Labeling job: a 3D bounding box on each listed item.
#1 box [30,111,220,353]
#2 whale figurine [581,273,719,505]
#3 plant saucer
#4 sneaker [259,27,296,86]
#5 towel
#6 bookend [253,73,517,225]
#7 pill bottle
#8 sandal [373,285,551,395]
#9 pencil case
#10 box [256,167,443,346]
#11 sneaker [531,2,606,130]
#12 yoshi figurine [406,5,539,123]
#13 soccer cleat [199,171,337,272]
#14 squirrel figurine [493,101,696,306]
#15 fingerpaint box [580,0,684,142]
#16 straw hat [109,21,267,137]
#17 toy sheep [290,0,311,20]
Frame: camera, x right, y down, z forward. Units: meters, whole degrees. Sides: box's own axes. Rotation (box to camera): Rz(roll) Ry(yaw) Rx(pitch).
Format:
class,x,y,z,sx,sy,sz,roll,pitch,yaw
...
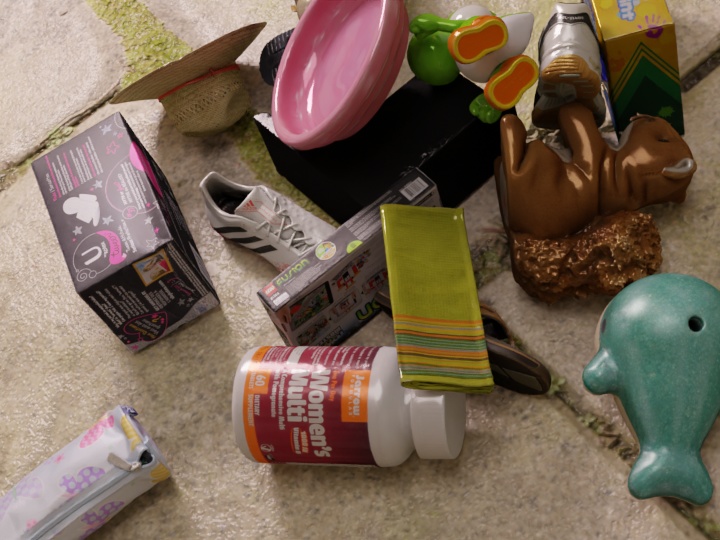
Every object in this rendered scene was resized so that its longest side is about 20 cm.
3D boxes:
class,x,y,z,sx,sy,sz,roll,pitch,yaw
box,-0.247,-0.038,1.433,0.114,0.132,0.201,-28,53,1
whale figurine,0.272,0.097,1.187,0.158,0.104,0.202,8,67,-6
plant saucer,-0.015,-0.209,1.362,0.200,0.051,0.202,-38,41,42
sneaker,-0.016,-0.244,1.498,0.199,0.082,0.071,-7,85,40
towel,0.068,0.021,1.241,0.085,0.018,0.201,5,53,-15
bookend,0.029,-0.144,1.445,0.198,0.092,0.200,-41,53,-14
pill bottle,-0.009,0.124,1.260,0.198,0.110,0.110,-1,56,17
sandal,0.099,0.054,1.298,0.199,0.082,0.055,27,73,38
pencil case,-0.275,0.217,1.295,0.199,0.083,0.091,-37,32,-8
box,0.000,0.000,1.343,0.200,0.110,0.035,-38,54,-11
sneaker,0.209,-0.198,1.358,0.075,0.200,0.089,3,77,4
yoshi figurine,0.098,-0.206,1.336,0.111,0.113,0.200,8,16,-9
soccer cleat,-0.086,-0.044,1.415,0.199,0.085,0.069,26,67,30
squirrel figurine,0.232,-0.062,1.320,0.185,0.142,0.202,-6,68,1
fingerpaint box,0.268,-0.256,1.400,0.073,0.167,0.201,-13,54,8
straw hat,-0.175,-0.195,1.543,0.200,0.201,0.086,-28,93,-3
toy sheep,-0.008,-0.340,1.568,0.137,0.139,0.200,22,54,29
